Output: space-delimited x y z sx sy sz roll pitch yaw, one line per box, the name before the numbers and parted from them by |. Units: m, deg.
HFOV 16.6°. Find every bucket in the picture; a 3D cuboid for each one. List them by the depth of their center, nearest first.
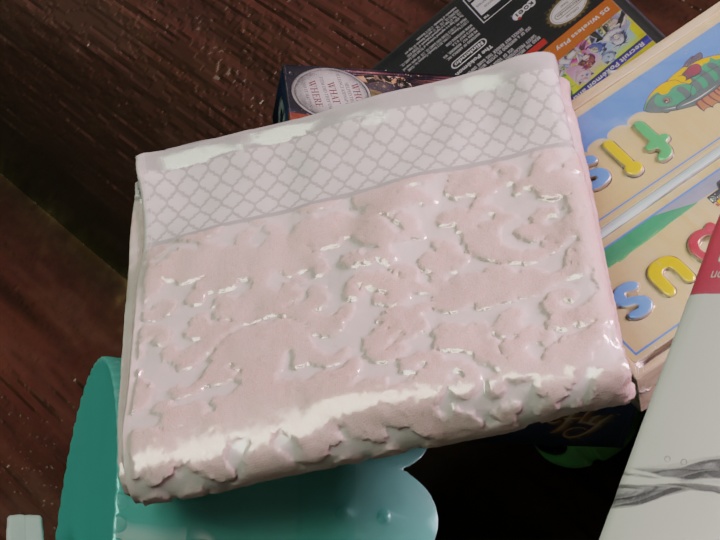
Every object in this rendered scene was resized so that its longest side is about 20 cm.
bucket | -0.058 0.132 1.068 0.134 0.207 0.208 8 53 -13

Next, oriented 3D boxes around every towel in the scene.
towel | 0.000 0.000 0.996 0.200 0.032 0.191 -13 45 8

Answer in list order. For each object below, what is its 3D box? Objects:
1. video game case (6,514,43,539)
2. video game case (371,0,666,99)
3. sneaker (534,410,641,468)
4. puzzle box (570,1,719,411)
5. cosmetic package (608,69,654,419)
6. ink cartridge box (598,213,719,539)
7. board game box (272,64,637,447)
video game case | -0.152 0.223 1.105 0.018 0.200 0.143 0 51 -9
video game case | 0.067 -0.066 1.265 0.200 0.026 0.181 -40 45 3
sneaker | 0.077 -0.007 1.150 0.077 0.084 0.200 -28 64 8
puzzle box | 0.153 -0.042 1.038 0.200 0.025 0.133 -34 56 -14
cosmetic package | 0.159 0.015 1.077 0.085 0.108 0.200 -7 52 5
ink cartridge box | 0.150 0.093 0.808 0.083 0.147 0.200 6 61 37
board game box | 0.037 -0.010 1.074 0.135 0.035 0.200 3 44 -11
